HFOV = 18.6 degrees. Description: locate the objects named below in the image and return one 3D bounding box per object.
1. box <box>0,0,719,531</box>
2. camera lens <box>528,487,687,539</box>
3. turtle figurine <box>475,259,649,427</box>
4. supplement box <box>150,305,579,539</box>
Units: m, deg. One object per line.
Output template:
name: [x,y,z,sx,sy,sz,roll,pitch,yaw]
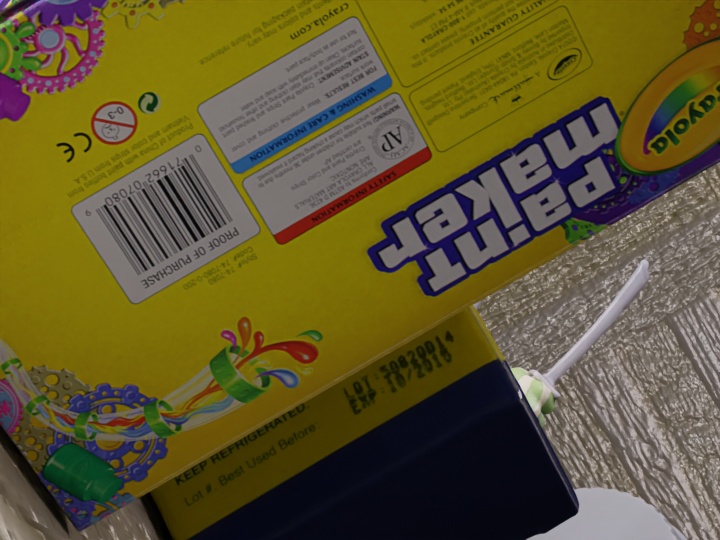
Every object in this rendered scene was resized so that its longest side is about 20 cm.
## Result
box: [-0.027,-0.073,0.562,0.122,0.200,0.193,59,2,-30]
camera lens: [0.145,0.241,1.237,0.200,0.160,0.160,59,1,-34]
turtle figurine: [0.061,0.072,1.115,0.144,0.200,0.195,20,-64,45]
supplement box: [-0.030,0.007,0.704,0.200,0.109,0.110,61,1,28]
